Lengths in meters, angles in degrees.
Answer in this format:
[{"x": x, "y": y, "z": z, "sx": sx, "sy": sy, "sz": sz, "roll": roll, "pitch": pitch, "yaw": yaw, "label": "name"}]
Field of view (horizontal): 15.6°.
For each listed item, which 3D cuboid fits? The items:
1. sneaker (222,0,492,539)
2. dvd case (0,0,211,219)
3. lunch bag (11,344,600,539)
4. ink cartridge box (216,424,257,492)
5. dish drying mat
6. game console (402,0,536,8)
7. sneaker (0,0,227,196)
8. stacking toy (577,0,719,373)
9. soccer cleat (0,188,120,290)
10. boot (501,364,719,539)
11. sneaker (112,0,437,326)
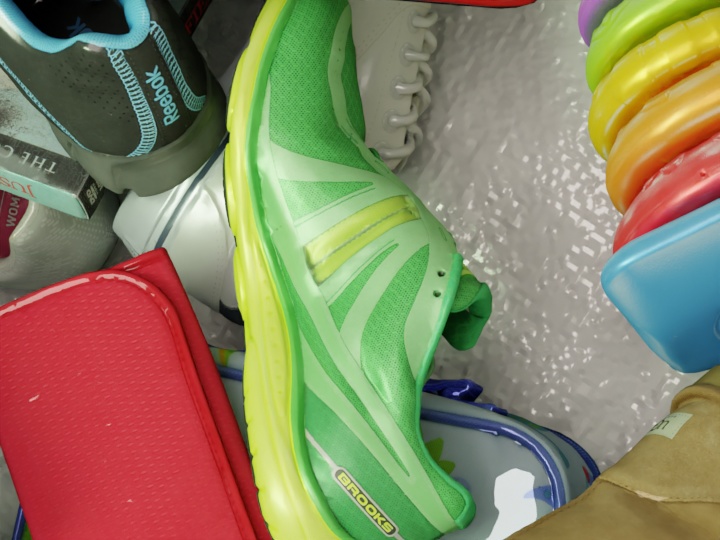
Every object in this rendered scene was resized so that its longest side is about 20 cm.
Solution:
[{"x": 0.000, "y": 0.000, "z": 0.863, "sx": 0.083, "sy": 0.074, "sz": 0.201, "roll": -7, "pitch": 77, "yaw": 2, "label": "sneaker"}, {"x": -0.117, "y": -0.125, "z": 0.956, "sx": 0.146, "sy": 0.022, "sz": 0.200, "roll": 20, "pitch": 67, "yaw": 17, "label": "dvd case"}, {"x": -0.020, "y": 0.109, "z": 0.913, "sx": 0.199, "sy": 0.082, "sz": 0.161, "roll": 10, "pitch": 88, "yaw": 17, "label": "lunch bag"}, {"x": -0.080, "y": 0.164, "z": 0.858, "sx": 0.200, "sy": 0.047, "sz": 0.160, "roll": -46, "pitch": 73, "yaw": 8, "label": "ink cartridge box"}, {"x": -0.065, "y": 0.092, "z": 0.858, "sx": 0.077, "sy": 0.018, "sz": 0.201, "roll": -22, "pitch": 71, "yaw": -1, "label": "dish drying mat"}, {"x": -0.026, "y": -0.164, "z": 0.892, "sx": 0.176, "sy": 0.031, "sz": 0.200, "roll": 8, "pitch": 46, "yaw": -7, "label": "game console"}, {"x": -0.121, "y": -0.112, "z": 0.891, "sx": 0.200, "sy": 0.082, "sz": 0.073, "roll": 38, "pitch": 74, "yaw": 25, "label": "sneaker"}, {"x": 0.113, "y": -0.076, "z": 0.897, "sx": 0.110, "sy": 0.116, "sz": 0.200, "roll": -26, "pitch": 64, "yaw": 11, "label": "stacking toy"}, {"x": -0.186, "y": -0.038, "z": 0.973, "sx": 0.199, "sy": 0.086, "sz": 0.070, "roll": 9, "pitch": 87, "yaw": 17, "label": "soccer cleat"}, {"x": 0.090, "y": 0.149, "z": 0.830, "sx": 0.200, "sy": 0.066, "sz": 0.175, "roll": -37, "pitch": 87, "yaw": -24, "label": "boot"}, {"x": -0.004, "y": -0.068, "z": 0.940, "sx": 0.071, "sy": 0.073, "sz": 0.200, "roll": 39, "pitch": 104, "yaw": 7, "label": "sneaker"}]
